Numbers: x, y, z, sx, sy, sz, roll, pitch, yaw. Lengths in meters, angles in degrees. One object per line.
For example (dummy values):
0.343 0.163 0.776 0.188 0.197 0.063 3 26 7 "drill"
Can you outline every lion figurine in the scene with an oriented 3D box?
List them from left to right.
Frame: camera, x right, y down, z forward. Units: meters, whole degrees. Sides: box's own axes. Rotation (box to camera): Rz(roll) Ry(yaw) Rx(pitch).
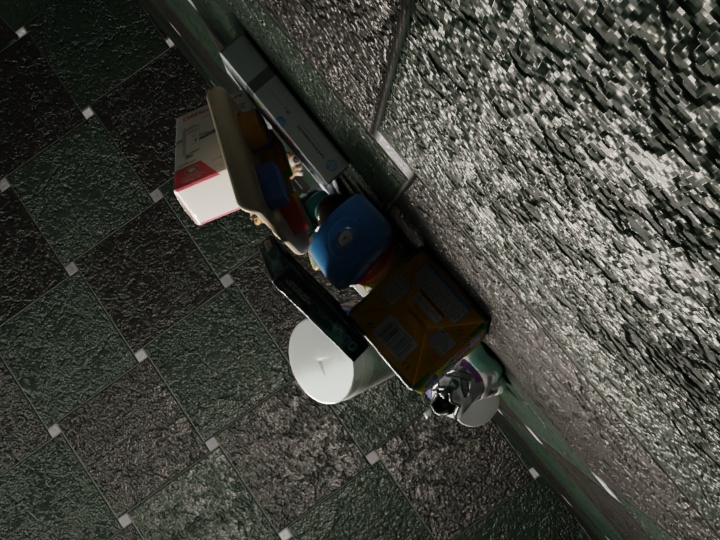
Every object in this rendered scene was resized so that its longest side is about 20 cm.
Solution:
-0.160 -0.144 1.239 0.072 0.201 0.122 33 150 -8 "lion figurine"

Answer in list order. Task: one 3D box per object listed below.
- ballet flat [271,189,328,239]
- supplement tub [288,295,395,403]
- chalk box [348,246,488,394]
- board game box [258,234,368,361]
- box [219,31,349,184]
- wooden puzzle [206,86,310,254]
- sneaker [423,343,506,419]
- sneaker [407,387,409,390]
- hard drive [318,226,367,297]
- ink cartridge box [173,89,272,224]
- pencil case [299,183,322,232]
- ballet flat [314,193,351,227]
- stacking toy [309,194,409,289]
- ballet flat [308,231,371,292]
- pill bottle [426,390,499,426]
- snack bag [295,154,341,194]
-0.104 -0.078 1.108 0.074 0.074 0.200 49 -156 4 "ballet flat"
0.005 0.108 1.053 0.132 0.132 0.199 49 -145 19 "supplement tub"
0.080 0.073 0.906 0.125 0.124 0.200 48 179 13 "chalk box"
-0.064 0.027 0.864 0.135 0.028 0.200 46 180 -17 "board game box"
-0.098 -0.200 0.907 0.200 0.041 0.156 49 179 -11 "box"
-0.123 -0.133 0.946 0.200 0.046 0.186 40 -150 -68 "wooden puzzle"
0.159 0.193 1.125 0.078 0.140 0.200 48 178 27 "sneaker"
0.116 0.155 1.205 0.200 0.073 0.083 98 163 -66 "sneaker"
-0.024 -0.052 1.240 0.132 0.027 0.201 47 -159 -24 "hard drive"
-0.216 -0.187 1.121 0.083 0.146 0.201 61 -169 -45 "ink cartridge box"
-0.043 -0.081 1.400 0.200 0.083 0.090 51 156 -22 "pencil case"
-0.006 -0.071 1.122 0.068 0.068 0.200 38 -175 20 "ballet flat"
0.031 -0.010 1.028 0.200 0.116 0.110 33 -167 -51 "stacking toy"
0.000 0.000 1.094 0.199 0.070 0.066 17 -121 -32 "ballet flat"
0.181 0.209 1.332 0.120 0.120 0.200 50 179 -22 "pill bottle"
-0.094 -0.200 1.184 0.200 0.021 0.189 52 179 15 "snack bag"
